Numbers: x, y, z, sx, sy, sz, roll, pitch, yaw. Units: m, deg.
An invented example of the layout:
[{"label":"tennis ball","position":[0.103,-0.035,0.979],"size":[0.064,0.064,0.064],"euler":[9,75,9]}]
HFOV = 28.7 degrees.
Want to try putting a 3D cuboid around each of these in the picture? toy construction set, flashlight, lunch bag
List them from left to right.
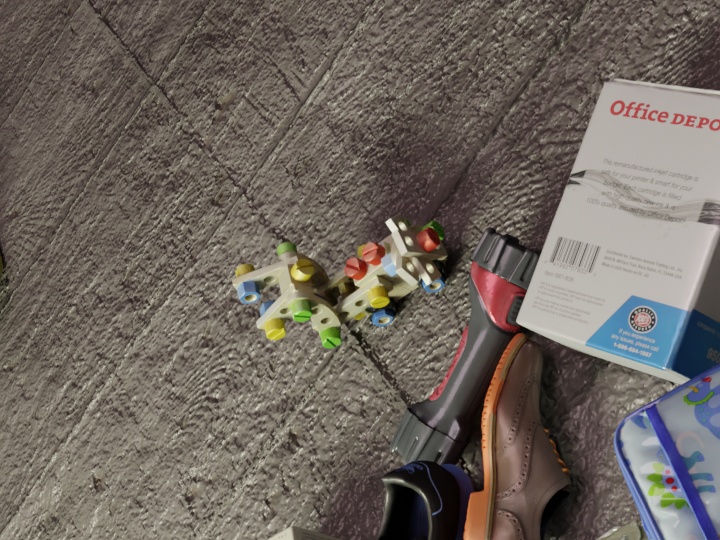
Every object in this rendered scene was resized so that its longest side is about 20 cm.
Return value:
[{"label":"toy construction set","position":[0.000,0.000,1.209],"size":[0.199,0.131,0.093],"euler":[-22,58,37]},{"label":"flashlight","position":[0.087,0.067,1.145],"size":[0.068,0.068,0.201],"euler":[29,98,10]},{"label":"lunch bag","position":[0.258,0.155,0.886],"size":[0.160,0.082,0.201],"euler":[-26,53,11]}]

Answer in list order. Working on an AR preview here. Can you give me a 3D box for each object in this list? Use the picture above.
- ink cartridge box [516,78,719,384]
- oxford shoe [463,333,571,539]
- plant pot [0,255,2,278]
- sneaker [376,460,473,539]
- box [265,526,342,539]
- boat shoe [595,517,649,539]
[{"label":"ink cartridge box","position":[0.222,-0.028,1.035],"size":[0.144,0.084,0.201],"euler":[18,86,47]},{"label":"oxford shoe","position":[0.128,0.145,1.078],"size":[0.073,0.071,0.201],"euler":[4,69,16]},{"label":"plant pot","position":[-0.573,0.035,1.741],"size":[0.193,0.200,0.201],"euler":[-54,42,29]},{"label":"sneaker","position":[0.045,0.246,1.072],"size":[0.070,0.078,0.201],"euler":[-10,77,40]},{"label":"box","position":[-0.037,0.316,1.139],"size":[0.068,0.082,0.201],"euler":[-33,50,29]},{"label":"boat shoe","position":[0.184,0.214,0.977],"size":[0.200,0.062,0.072],"euler":[-40,48,23]}]
